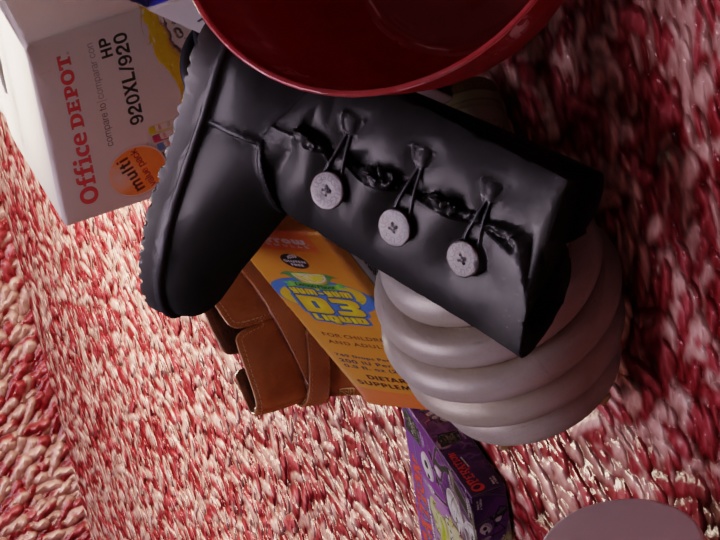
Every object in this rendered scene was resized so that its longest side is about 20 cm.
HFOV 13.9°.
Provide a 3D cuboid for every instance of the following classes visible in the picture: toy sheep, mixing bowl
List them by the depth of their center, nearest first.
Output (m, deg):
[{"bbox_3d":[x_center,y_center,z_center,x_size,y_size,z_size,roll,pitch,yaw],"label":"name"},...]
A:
[{"bbox_3d":[0.027,-0.160,1.328,0.108,0.200,0.201,29,-147,-63],"label":"mixing bowl"},{"bbox_3d":[0.067,0.009,1.460,0.200,0.138,0.138,58,178,-40],"label":"toy sheep"}]

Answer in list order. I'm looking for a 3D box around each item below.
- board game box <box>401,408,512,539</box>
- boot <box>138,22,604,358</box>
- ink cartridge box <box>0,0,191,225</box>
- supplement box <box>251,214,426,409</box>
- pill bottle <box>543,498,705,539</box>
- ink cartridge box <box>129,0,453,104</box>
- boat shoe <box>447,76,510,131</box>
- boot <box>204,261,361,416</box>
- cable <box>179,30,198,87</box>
[{"bbox_3d":[0.069,0.185,1.900,0.120,0.032,0.201,-120,17,-54],"label":"board game box"},{"bbox_3d":[0.002,-0.013,1.384,0.199,0.066,0.166,24,124,16],"label":"boot"},{"bbox_3d":[-0.129,-0.149,1.874,0.145,0.199,0.148,-124,20,-48],"label":"ink cartridge box"},{"bbox_3d":[0.000,0.000,1.533,0.200,0.066,0.069,53,-131,-50],"label":"supplement box"},{"bbox_3d":[0.140,0.217,1.473,0.111,0.111,0.201,-128,24,-55],"label":"pill bottle"},{"bbox_3d":[-0.039,-0.150,1.449,0.039,0.199,0.100,-31,52,40],"label":"ink cartridge box"},{"bbox_3d":[0.047,-0.022,1.610,0.200,0.073,0.063,94,157,-56],"label":"boat shoe"},{"bbox_3d":[-0.028,-0.015,1.742,0.074,0.154,0.201,92,155,-57],"label":"boot"},{"bbox_3d":[-0.059,-0.154,1.706,0.163,0.051,0.201,-7,-68,-70],"label":"cable"}]
